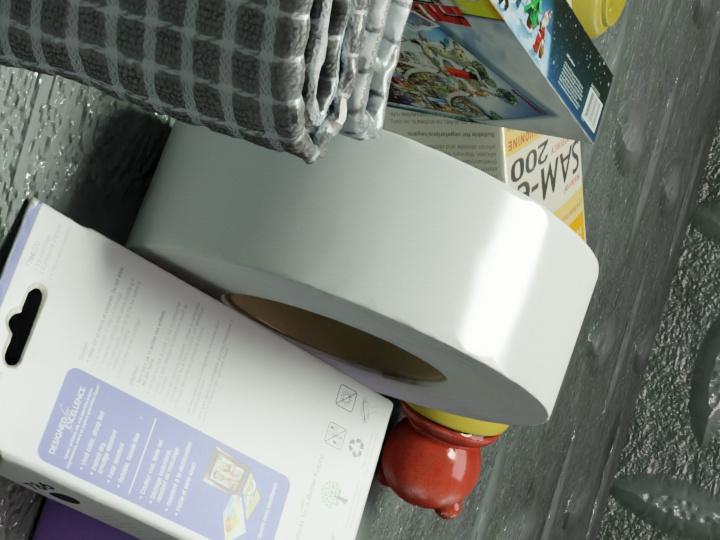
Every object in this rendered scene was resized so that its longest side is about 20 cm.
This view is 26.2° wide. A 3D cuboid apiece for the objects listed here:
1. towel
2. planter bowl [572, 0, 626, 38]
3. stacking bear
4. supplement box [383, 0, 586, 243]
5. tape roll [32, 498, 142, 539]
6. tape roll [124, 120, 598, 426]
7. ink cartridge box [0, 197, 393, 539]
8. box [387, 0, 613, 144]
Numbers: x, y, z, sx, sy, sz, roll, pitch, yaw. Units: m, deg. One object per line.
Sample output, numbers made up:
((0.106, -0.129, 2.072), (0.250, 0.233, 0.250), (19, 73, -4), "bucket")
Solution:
((-0.056, -0.148, 0.435), (0.085, 0.165, 0.202), (-21, 126, -61), "towel")
((0.159, -0.235, 1.149), (0.200, 0.083, 0.202), (17, 90, -72), "planter bowl")
((0.076, 0.084, 1.157), (0.201, 0.121, 0.114), (-70, 166, 15), "stacking bear")
((0.069, -0.085, 0.856), (0.126, 0.073, 0.202), (-37, 125, -58), "supplement box")
((-0.088, 0.137, 0.760), (0.200, 0.065, 0.202), (16, 90, -72), "tape roll")
((0.000, 0.000, 0.680), (0.203, 0.201, 0.071), (54, 55, -69), "tape roll")
((-0.078, 0.060, 0.641), (0.199, 0.039, 0.100), (34, 63, -32), "ink cartridge box")
((0.020, -0.119, 0.682), (0.200, 0.136, 0.038), (37, 70, -61), "box")
